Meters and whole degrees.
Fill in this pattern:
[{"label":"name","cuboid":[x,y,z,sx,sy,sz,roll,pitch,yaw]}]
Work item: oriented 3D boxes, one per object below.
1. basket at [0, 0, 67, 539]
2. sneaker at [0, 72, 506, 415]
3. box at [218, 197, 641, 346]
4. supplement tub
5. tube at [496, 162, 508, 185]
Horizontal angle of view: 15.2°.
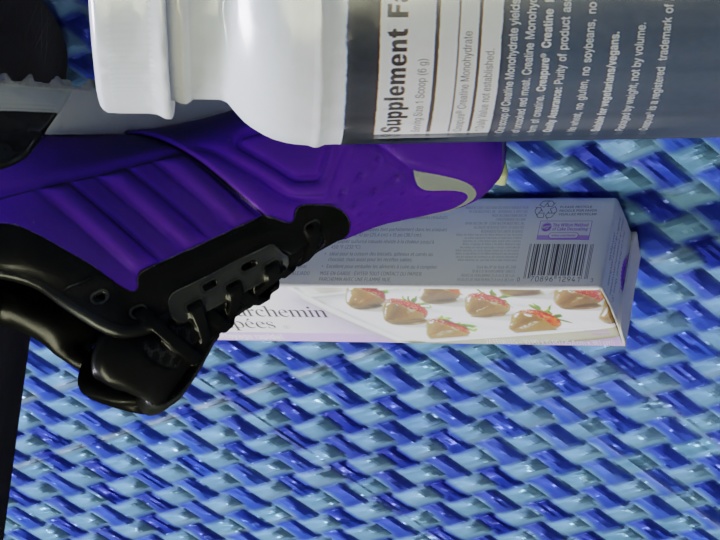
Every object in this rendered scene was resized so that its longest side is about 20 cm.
[{"label":"basket","cuboid":[-0.174,-0.003,0.876,0.180,0.201,0.136,23,148,-13]},{"label":"sneaker","cuboid":[-0.052,-0.005,0.813,0.199,0.100,0.070,-4,160,-9]},{"label":"box","cuboid":[0.000,0.000,0.968,0.199,0.042,0.039,0,146,21]},{"label":"supplement tub","cuboid":[0.035,-0.101,0.655,0.199,0.141,0.141,-1,149,-3]},{"label":"tube","cuboid":[0.013,-0.079,0.832,0.058,0.052,0.200,44,160,19]}]
